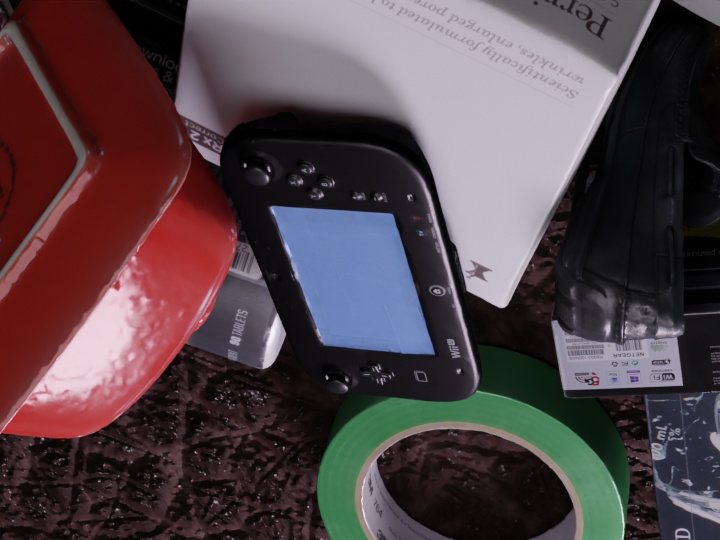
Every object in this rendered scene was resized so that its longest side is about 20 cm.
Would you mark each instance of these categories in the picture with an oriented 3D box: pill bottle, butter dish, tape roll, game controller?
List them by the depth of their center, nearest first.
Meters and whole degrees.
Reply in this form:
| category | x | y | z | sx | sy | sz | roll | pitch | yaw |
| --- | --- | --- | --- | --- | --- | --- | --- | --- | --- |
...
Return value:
| category | x | y | z | sx | sy | sz | roll | pitch | yaw |
| --- | --- | --- | --- | --- | --- | --- | --- | --- | --- |
| butter dish | -0.130 | -0.009 | 0.773 | 0.147 | 0.200 | 0.200 | 29 | 107 | -43 |
| game controller | 0.000 | 0.000 | 0.793 | 0.103 | 0.042 | 0.201 | 12 | 145 | 25 |
| pill bottle | -0.126 | -0.026 | 0.893 | 0.198 | 0.107 | 0.107 | 19 | 127 | 1 |
| tape roll | 0.072 | 0.141 | 1.035 | 0.198 | 0.048 | 0.202 | 7 | 125 | 10 |

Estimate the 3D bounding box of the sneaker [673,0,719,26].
| category | x | y | z | sx | sy | sz | roll | pitch | yaw |
| --- | --- | --- | --- | --- | --- | --- | --- | --- | --- |
| sneaker | 0.178 | -0.172 | 0.777 | 0.198 | 0.074 | 0.082 | 21 | 131 | -1 |

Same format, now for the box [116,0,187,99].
| category | x | y | z | sx | sy | sz | roll | pitch | yaw |
| --- | --- | --- | --- | --- | --- | --- | --- | --- | --- |
| box | -0.098 | -0.058 | 0.951 | 0.142 | 0.036 | 0.201 | 24 | 127 | -3 |

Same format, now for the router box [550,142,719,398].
| category | x | y | z | sx | sy | sz | roll | pitch | yaw |
| --- | --- | --- | --- | --- | --- | --- | --- | --- | --- |
| router box | 0.205 | -0.007 | 0.832 | 0.197 | 0.158 | 0.053 | -3 | 124 | 17 |

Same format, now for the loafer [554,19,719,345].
| category | x | y | z | sx | sy | sz | roll | pitch | yaw |
| --- | --- | --- | --- | --- | --- | --- | --- | --- | --- |
| loafer | 0.150 | -0.045 | 0.794 | 0.070 | 0.202 | 0.069 | 11 | 142 | 17 |

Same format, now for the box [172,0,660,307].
| category | x | y | z | sx | sy | sz | roll | pitch | yaw |
| --- | --- | --- | --- | --- | --- | --- | --- | --- | --- |
| box | 0.028 | -0.118 | 0.770 | 0.197 | 0.131 | 0.201 | 26 | 148 | 4 |

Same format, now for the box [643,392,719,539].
| category | x | y | z | sx | sy | sz | roll | pitch | yaw |
| --- | --- | --- | --- | --- | --- | --- | --- | --- | --- |
| box | 0.265 | 0.087 | 0.905 | 0.194 | 0.124 | 0.202 | -2 | 123 | 18 |

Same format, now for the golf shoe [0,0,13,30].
| category | x | y | z | sx | sy | sz | roll | pitch | yaw |
| --- | --- | --- | --- | --- | --- | --- | --- | --- | --- |
| golf shoe | -0.225 | -0.146 | 0.859 | 0.072 | 0.092 | 0.201 | -33 | 84 | 7 |
